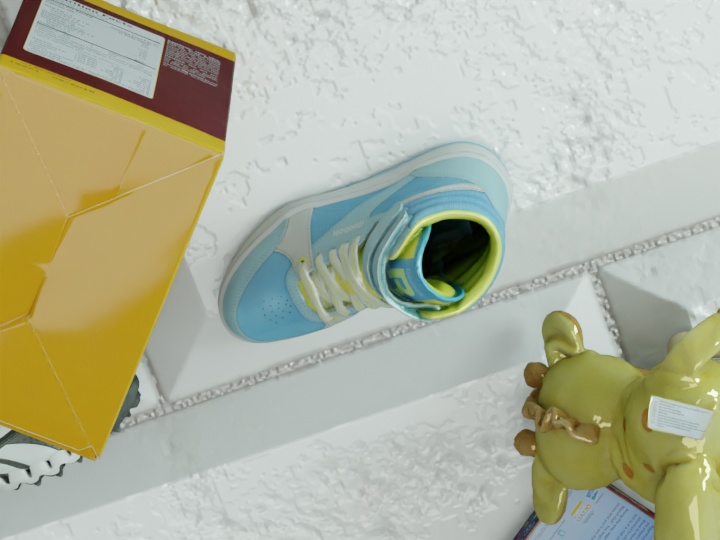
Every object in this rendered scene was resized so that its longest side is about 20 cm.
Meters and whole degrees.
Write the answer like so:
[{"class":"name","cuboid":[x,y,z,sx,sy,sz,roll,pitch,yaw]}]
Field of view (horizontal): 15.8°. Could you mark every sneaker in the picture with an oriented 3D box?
[{"class":"sneaker","cuboid":[-0.236,0.093,1.614,0.199,0.067,0.091,-24,111,11]},{"class":"sneaker","cuboid":[0.000,0.000,1.545,0.199,0.131,0.080,-30,109,11]}]

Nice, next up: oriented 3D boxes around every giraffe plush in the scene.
[{"class":"giraffe plush","cuboid":[0.176,0.104,1.575,0.200,0.162,0.174,37,71,-38]}]

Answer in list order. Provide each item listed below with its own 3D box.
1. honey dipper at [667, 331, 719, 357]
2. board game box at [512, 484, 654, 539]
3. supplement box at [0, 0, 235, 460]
[{"class":"honey dipper","cuboid":[0.290,0.045,1.617,0.198,0.038,0.038,-1,111,5]},{"class":"board game box","cuboid":[0.119,0.229,1.672,0.103,0.019,0.201,34,98,-15]},{"class":"supplement box","cuboid":[-0.169,-0.036,1.493,0.132,0.200,0.198,21,109,-8]}]
